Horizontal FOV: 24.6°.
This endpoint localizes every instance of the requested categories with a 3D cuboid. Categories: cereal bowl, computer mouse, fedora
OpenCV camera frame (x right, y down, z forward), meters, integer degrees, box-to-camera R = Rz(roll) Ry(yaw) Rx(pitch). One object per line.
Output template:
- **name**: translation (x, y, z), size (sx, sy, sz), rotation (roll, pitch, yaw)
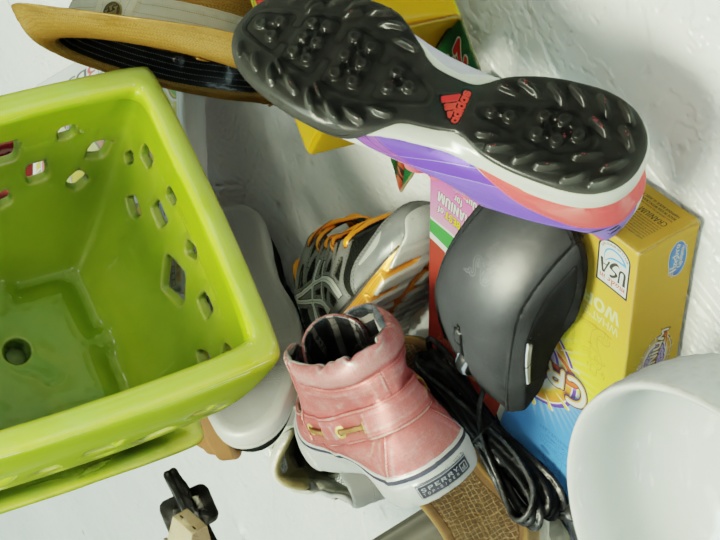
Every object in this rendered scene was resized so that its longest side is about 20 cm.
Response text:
- **cereal bowl**: translation (0.188, 0.123, 0.739), size (0.200, 0.083, 0.201), rotation (42, 147, 35)
- **computer mouse**: translation (0.077, 0.055, 0.824), size (0.141, 0.046, 0.201), rotation (54, 152, 21)
- **fedora**: translation (-0.104, -0.155, 0.965), size (0.200, 0.199, 0.083), rotation (6, 82, 59)

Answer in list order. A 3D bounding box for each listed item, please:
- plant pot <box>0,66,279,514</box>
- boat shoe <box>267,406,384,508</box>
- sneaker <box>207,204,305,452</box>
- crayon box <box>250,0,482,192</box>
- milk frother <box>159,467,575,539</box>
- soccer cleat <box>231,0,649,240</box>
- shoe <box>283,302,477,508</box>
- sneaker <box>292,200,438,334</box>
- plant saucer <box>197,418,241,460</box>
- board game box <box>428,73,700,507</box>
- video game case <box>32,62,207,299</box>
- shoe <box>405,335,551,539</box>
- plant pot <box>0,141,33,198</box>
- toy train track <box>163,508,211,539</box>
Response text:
- **plant pot**: translation (-0.186, 0.027, 0.950), size (0.201, 0.197, 0.182), rotation (65, 155, 17)
- **boat shoe**: translation (-0.037, 0.121, 1.155), size (0.199, 0.069, 0.071), rotation (8, 123, 59)
- **sneaker**: translation (-0.060, 0.059, 1.090), size (0.201, 0.072, 0.112), rotation (-100, -9, -45)
- **crayon box**: translation (-0.012, -0.150, 0.837), size (0.202, 0.050, 0.127), rotation (69, 156, 18)
- **milk frother**: translation (0.001, 0.176, 1.006), size (0.201, 0.187, 0.180), rotation (64, 153, -2)
- **soccer cleat**: translation (0.032, -0.065, 0.740), size (0.198, 0.069, 0.073), rotation (21, 157, 16)
- **shoe**: translation (-0.005, 0.062, 0.911), size (0.092, 0.071, 0.200), rotation (61, 167, -14)
- **sneaker**: translation (0.000, 0.000, 0.976), size (0.078, 0.078, 0.200), rotation (62, 155, 11)
- **plant saucer**: translation (-0.124, 0.038, 1.169), size (0.200, 0.037, 0.202), rotation (-13, -90, -89)
- **board game box**: translation (0.097, 0.021, 0.856), size (0.153, 0.040, 0.201), rotation (40, 146, 38)
- **video game case**: translation (-0.166, -0.059, 1.114), size (0.181, 0.023, 0.202), rotation (-20, 67, 44)
- **shoe**: translation (0.060, 0.115, 0.962), size (0.070, 0.053, 0.201), rotation (-48, 40, 17)
- **plant pot**: translation (-0.251, 0.001, 1.303), size (0.183, 0.199, 0.202), rotation (50, 152, 41)
- **toy train track**: translation (-0.087, 0.231, 0.966), size (0.114, 0.032, 0.202), rotation (28, 138, 50)
